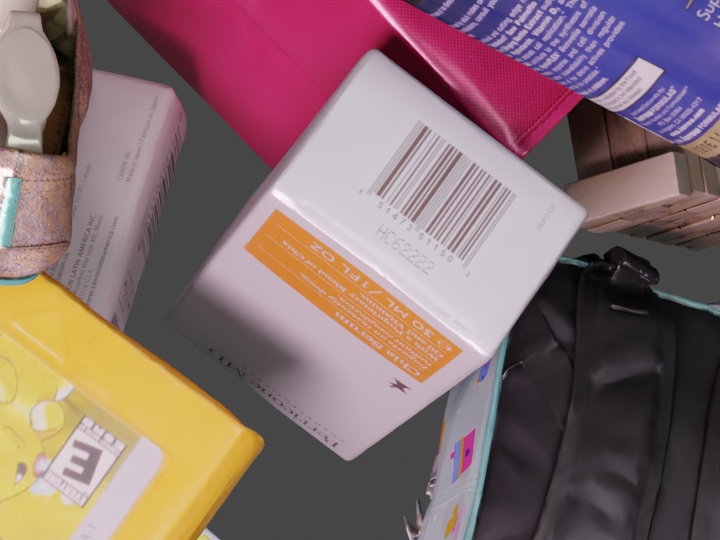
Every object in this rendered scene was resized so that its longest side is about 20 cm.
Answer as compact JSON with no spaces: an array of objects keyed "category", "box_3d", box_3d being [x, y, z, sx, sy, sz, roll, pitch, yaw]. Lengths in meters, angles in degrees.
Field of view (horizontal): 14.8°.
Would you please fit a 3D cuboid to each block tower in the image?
[{"category":"block tower","box_3d":[0.162,-0.038,1.138,0.199,0.054,0.058,8,69,-49]}]

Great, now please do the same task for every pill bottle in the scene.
[{"category":"pill bottle","box_3d":[0.071,-0.125,0.952,0.199,0.112,0.112,26,70,-10]}]

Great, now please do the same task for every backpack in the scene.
[{"category":"backpack","box_3d":[0.104,0.118,1.080,0.175,0.153,0.201,19,56,-10]}]

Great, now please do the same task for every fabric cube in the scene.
[{"category":"fabric cube","box_3d":[0.026,-0.151,1.110,0.199,0.200,0.196,45,69,-2]}]

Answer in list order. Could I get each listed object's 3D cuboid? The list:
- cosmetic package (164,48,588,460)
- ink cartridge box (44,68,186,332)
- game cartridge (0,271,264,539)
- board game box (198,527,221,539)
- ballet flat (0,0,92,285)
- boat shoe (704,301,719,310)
[{"category":"cosmetic package","box_3d":[0.000,0.000,1.060,0.101,0.200,0.071,37,70,-3]},{"category":"ink cartridge box","box_3d":[-0.185,-0.018,1.100,0.199,0.050,0.162,12,65,9]},{"category":"game cartridge","box_3d":[-0.162,0.091,1.022,0.176,0.032,0.200,35,86,9]},{"category":"board game box","box_3d":[-0.135,0.166,1.072,0.134,0.029,0.200,40,69,-1]},{"category":"ballet flat","box_3d":[-0.129,-0.078,1.044,0.068,0.067,0.200,2,39,-14]},{"category":"boat shoe","box_3d":[0.237,0.040,1.180,0.199,0.071,0.091,25,68,-3]}]
